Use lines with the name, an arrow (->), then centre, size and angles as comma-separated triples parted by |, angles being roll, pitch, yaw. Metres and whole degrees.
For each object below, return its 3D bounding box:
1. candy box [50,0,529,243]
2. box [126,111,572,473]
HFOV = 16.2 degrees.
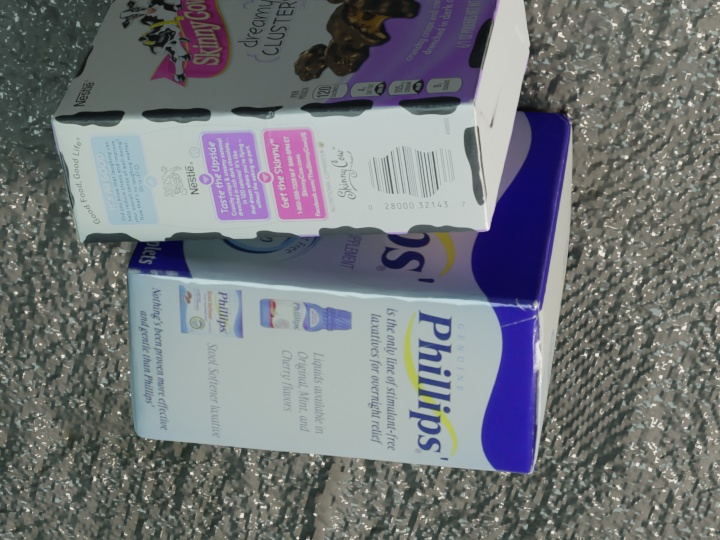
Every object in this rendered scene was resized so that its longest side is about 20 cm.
candy box -> -0.029, -0.089, 1.211 | 0.199, 0.168, 0.072 | -2, 124, 12
box -> 0.000, 0.000, 1.259 | 0.199, 0.184, 0.105 | 5, 124, 7
